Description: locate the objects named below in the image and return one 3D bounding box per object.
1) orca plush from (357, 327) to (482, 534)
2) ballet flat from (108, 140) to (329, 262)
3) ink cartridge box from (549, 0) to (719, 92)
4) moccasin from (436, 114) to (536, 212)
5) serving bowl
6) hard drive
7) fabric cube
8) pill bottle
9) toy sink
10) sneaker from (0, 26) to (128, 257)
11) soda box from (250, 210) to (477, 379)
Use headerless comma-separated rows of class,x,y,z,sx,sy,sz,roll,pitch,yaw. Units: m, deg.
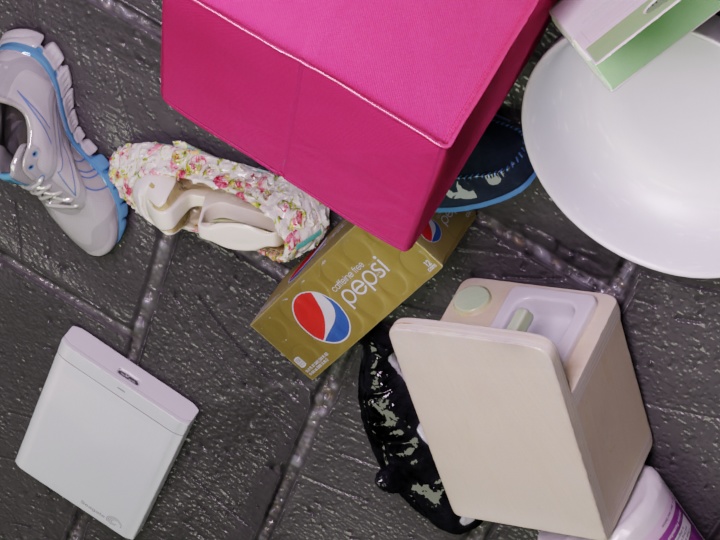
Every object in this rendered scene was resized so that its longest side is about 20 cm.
orca plush,0.039,0.140,1.802,0.104,0.071,0.201,7,131,29
ballet flat,-0.117,-0.052,1.735,0.198,0.064,0.076,12,132,26
ink cartridge box,0.185,-0.160,1.292,0.145,0.200,0.048,-38,105,7
moccasin,0.027,-0.086,1.588,0.198,0.081,0.068,3,141,31
serving bowl,0.206,-0.092,1.475,0.199,0.066,0.201,19,136,19
hard drive,-0.226,0.146,2.022,0.131,0.027,0.200,33,140,4
fabric cube,0.005,-0.165,1.396,0.199,0.197,0.200,31,165,5
pill bottle,0.229,0.253,1.748,0.112,0.112,0.201,-18,116,43
toy sink,0.120,0.081,1.662,0.129,0.112,0.201,6,136,30
sneaker,-0.249,-0.082,1.780,0.074,0.087,0.201,-1,129,32
soda box,0.000,0.000,1.703,0.068,0.064,0.200,41,139,-6
